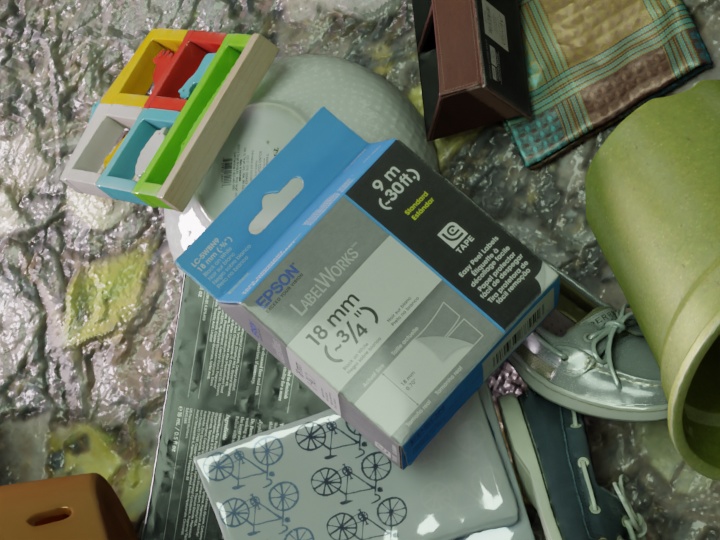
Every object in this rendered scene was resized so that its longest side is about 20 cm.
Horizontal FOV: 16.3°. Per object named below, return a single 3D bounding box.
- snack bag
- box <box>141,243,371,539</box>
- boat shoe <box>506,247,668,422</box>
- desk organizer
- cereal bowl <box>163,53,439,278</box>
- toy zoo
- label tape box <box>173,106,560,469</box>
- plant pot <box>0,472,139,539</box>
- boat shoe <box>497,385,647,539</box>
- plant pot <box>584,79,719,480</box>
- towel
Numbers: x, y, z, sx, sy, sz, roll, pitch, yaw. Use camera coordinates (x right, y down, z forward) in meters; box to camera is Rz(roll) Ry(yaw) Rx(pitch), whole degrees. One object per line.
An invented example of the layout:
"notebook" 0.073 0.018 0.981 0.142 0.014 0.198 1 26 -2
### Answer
"snack bag" 0.015 0.178 1.553 0.188 0.021 0.200 -18 89 1
"box" -0.051 0.092 1.609 0.141 0.079 0.200 9 90 9
"boat shoe" 0.126 0.031 1.576 0.202 0.074 0.065 35 129 37
"desk organizer" 0.055 -0.194 1.671 0.077 0.072 0.200 -15 69 26
"cereal bowl" -0.051 -0.056 1.698 0.200 0.083 0.200 -8 72 25
"toy zoo" -0.141 -0.108 1.742 0.131 0.020 0.200 -59 29 -10
"label tape box" 0.000 0.000 1.534 0.200 0.063 0.144 41 80 14
"plant pot" -0.210 0.221 1.643 0.140 0.200 0.200 -21 64 1
"boat shoe" 0.140 0.153 1.538 0.062 0.075 0.200 -19 50 -1
"plant pot" 0.229 -0.009 1.491 0.200 0.200 0.184 -40 49 11
"towel" 0.132 -0.183 1.679 0.147 0.022 0.200 -31 63 17
